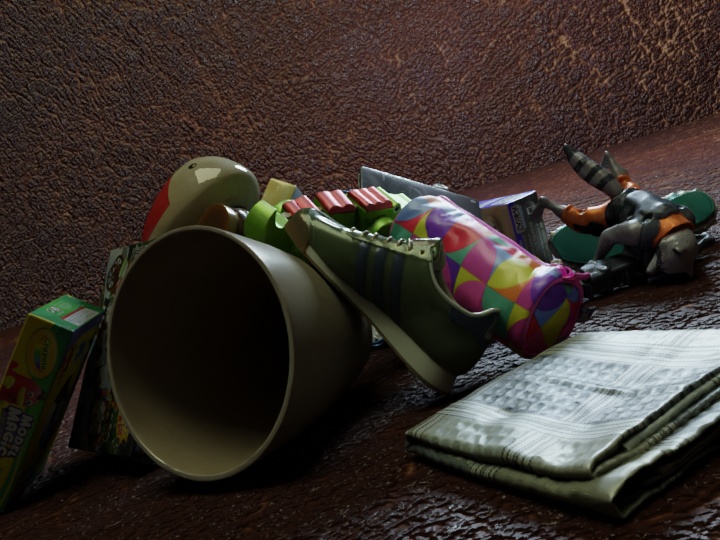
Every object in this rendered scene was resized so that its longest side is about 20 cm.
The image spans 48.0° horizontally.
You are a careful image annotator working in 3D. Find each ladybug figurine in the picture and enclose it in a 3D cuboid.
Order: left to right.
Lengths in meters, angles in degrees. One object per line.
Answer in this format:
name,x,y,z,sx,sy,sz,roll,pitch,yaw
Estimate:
ladybug figurine,-0.185,-0.050,0.893,0.135,0.072,0.201,-22,-27,-48

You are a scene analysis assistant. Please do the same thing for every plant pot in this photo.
plant pot,-0.075,0.061,0.689,0.185,0.190,0.199,-12,-6,30

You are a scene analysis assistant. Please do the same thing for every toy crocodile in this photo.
toy crocodile,-0.022,-0.050,0.772,0.198,0.062,0.068,-12,40,-33

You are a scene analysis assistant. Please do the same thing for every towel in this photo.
towel,0.149,0.080,0.511,0.191,0.035,0.199,-21,9,-29

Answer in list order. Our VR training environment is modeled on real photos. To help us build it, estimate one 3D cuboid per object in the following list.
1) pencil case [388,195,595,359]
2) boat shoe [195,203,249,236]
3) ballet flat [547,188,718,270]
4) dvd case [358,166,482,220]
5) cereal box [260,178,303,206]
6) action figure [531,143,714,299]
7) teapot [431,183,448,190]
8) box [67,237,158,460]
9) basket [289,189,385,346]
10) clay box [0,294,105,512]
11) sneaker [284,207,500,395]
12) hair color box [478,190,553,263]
pencil case,0.110,-0.001,0.723,0.088,0.090,0.199,-21,36,-31
boat shoe,-0.163,0.023,0.824,0.200,0.071,0.070,-48,-34,20
ballet flat,0.314,-0.036,0.935,0.197,0.073,0.072,-15,7,2
dvd case,0.069,-0.028,0.851,0.147,0.016,0.202,15,41,-14
cereal box,-0.090,-0.005,0.978,0.039,0.146,0.200,18,-12,17
action figure,0.262,-0.046,0.842,0.198,0.106,0.193,-24,38,-20
teapot,0.029,-0.054,1.323,0.198,0.148,0.197,-21,8,-24
box,-0.215,0.073,0.772,0.037,0.203,0.136,19,-19,-38
basket,0.000,0.000,0.891,0.140,0.176,0.200,-52,-17,6
clay box,-0.305,0.130,0.752,0.047,0.202,0.115,21,5,-6
sneaker,0.032,0.001,0.672,0.090,0.200,0.067,-46,-15,11
hair color box,0.139,-0.025,1.006,0.064,0.111,0.199,-22,8,-39
